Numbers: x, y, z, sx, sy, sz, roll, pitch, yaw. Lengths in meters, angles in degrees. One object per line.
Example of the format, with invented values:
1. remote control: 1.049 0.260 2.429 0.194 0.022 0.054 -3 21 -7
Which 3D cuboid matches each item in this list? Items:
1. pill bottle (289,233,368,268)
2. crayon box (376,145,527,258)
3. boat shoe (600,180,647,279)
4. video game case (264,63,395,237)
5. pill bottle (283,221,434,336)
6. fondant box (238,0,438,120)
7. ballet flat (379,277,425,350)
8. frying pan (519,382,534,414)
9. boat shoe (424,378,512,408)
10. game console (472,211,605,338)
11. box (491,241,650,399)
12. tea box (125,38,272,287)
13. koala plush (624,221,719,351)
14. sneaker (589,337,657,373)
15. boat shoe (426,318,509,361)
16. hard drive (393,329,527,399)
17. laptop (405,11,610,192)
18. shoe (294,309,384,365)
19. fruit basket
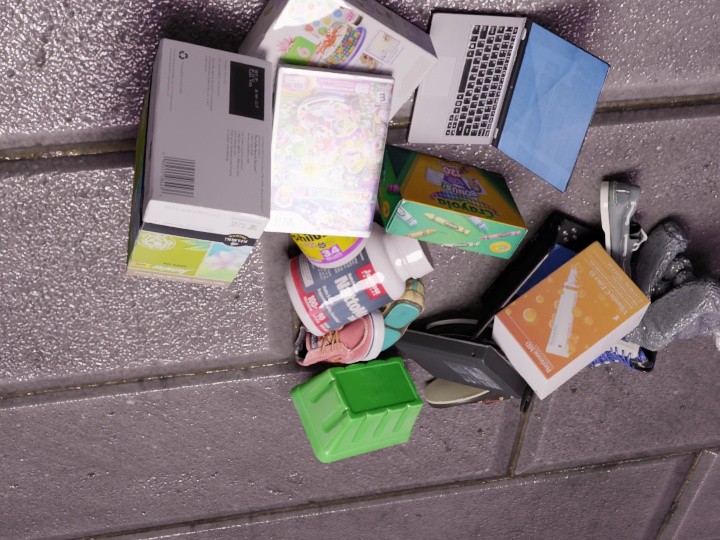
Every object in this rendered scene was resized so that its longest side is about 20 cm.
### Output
1. pill bottle: -0.069 -0.102 1.133 0.103 0.105 0.201 -25 133 11
2. crayon box: 0.119 -0.093 1.178 0.196 0.120 0.059 11 130 -23
3. boat shoe: 0.404 -0.050 1.311 0.060 0.074 0.202 -3 131 21
4. video game case: -0.041 -0.140 1.041 0.140 0.018 0.204 2 115 -15
5. pill bottle: 0.000 0.000 1.236 0.197 0.121 0.120 -26 134 11
6. fondant box: -0.027 -0.257 1.026 0.197 0.059 0.144 22 128 -31
7. ballet flat: 0.046 0.067 1.341 0.069 0.072 0.200 9 150 -21
8. frying pan: 0.287 0.153 1.368 0.031 0.194 0.114 -8 149 42
9. boat shoe: 0.210 0.208 1.514 0.197 0.074 0.064 -16 127 -4
10. game console: 0.278 0.024 1.329 0.173 0.118 0.201 19 127 -28
11. box: 0.311 0.074 1.289 0.198 0.125 0.098 -35 157 -10
12. tea box: -0.186 -0.114 0.987 0.131 0.204 0.197 7 154 -19
13. koala plush: 0.533 0.052 1.387 0.196 0.180 0.185 10 132 -30
14. sneaker: 0.436 0.128 1.466 0.197 0.116 0.080 -33 131 17
15. boat shoe: 0.204 0.119 1.419 0.195 0.062 0.076 5 164 -9
16. hard drive: 0.159 0.148 1.386 0.198 0.033 0.139 8 155 47
17. laptop: 0.177 -0.208 1.086 0.195 0.117 0.190 -1 132 -13
18. shoe: -0.036 0.107 1.316 0.089 0.073 0.200 0 164 -22
19. fruit basket: -0.024 0.234 1.417 0.212 0.157 0.217 -22 154 -12
